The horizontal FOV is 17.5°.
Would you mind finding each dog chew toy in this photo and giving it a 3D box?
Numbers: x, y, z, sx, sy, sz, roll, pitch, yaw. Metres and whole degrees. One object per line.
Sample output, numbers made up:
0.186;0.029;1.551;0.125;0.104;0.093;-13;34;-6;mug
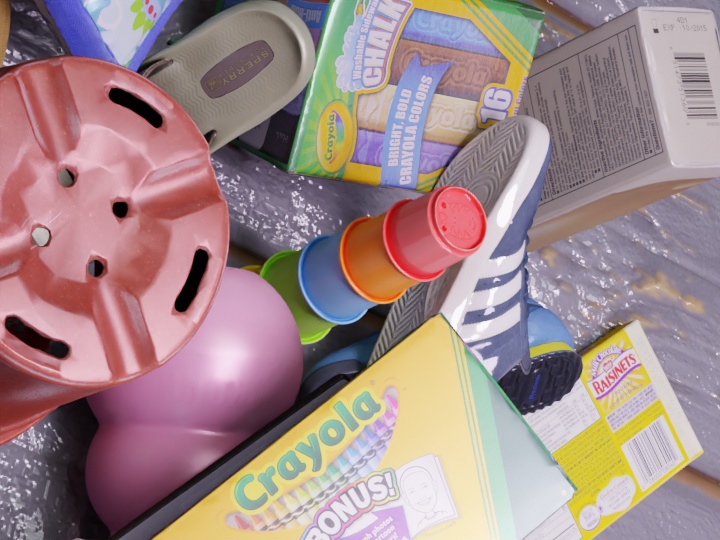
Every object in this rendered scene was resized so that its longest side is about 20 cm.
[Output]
-0.097;0.099;1.275;0.124;0.124;0.202;9;82;-36;dog chew toy

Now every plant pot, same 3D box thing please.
-0.171;-0.013;1.112;0.199;0.195;0.203;4;82;-31;plant pot

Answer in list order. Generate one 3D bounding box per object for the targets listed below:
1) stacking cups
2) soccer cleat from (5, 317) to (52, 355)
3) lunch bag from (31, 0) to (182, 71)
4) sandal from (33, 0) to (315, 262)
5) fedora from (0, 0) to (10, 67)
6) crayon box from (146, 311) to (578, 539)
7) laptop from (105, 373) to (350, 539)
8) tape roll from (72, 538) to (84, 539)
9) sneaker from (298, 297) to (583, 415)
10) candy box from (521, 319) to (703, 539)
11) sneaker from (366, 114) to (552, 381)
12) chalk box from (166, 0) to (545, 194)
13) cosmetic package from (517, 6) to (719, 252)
0.000;0.000;1.326;0.060;0.199;0.061;15;65;-36;stacking cups
-0.228;0.029;1.226;0.199;0.068;0.086;-25;96;-36;soccer cleat
-0.159;-0.226;1.265;0.170;0.126;0.201;59;27;-50;lunch bag
-0.113;-0.077;1.284;0.080;0.201;0.057;48;16;-12;sandal
-0.282;-0.137;1.227;0.199;0.082;0.202;8;77;-35;fedora
-0.004;0.129;1.191;0.200;0.058;0.119;-38;89;-16;crayon box
-0.018;0.197;1.210;0.187;0.116;0.201;-35;117;-17;laptop
-0.123;0.236;1.152;0.071;0.202;0.203;-33;97;-39;tape roll
0.041;0.053;1.442;0.199;0.066;0.079;-7;47;-31;sneaker
0.138;0.118;1.511;0.199;0.026;0.103;-30;92;-41;candy box
0.074;0.011;1.363;0.084;0.075;0.201;24;93;-31;sneaker
-0.015;-0.125;1.379;0.199;0.124;0.125;8;103;-37;chalk box
0.139;-0.084;1.464;0.071;0.199;0.106;-3;78;-39;cosmetic package
